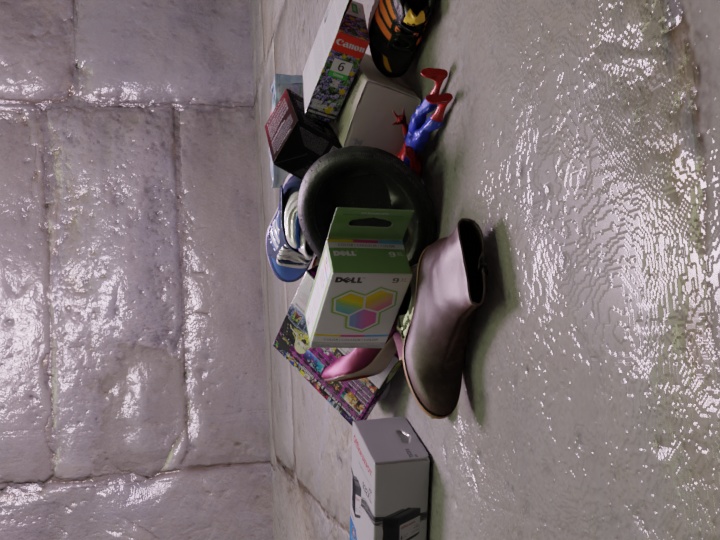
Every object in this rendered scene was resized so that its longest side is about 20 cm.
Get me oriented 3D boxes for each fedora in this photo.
[{"bbox_3d":[0.013,-0.085,1.062,0.092,0.198,0.202,-74,-8,-57],"label":"fedora"}]

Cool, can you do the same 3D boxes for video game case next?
[{"bbox_3d":[-0.037,0.121,1.245,0.200,0.036,0.182,42,132,17],"label":"video game case"}]

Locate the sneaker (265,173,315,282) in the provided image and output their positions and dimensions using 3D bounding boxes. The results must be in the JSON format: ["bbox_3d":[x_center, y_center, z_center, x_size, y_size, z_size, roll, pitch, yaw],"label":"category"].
[{"bbox_3d":[-0.095,-0.038,1.195,0.147,0.080,0.202,-104,24,-56],"label":"sneaker"}]

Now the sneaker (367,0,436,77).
[{"bbox_3d":[0.055,-0.324,1.023,0.091,0.069,0.201,-101,17,-44],"label":"sneaker"}]

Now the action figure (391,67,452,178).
[{"bbox_3d":[0.070,-0.173,1.038,0.201,0.051,0.066,105,156,-59],"label":"action figure"}]

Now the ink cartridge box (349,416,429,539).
[{"bbox_3d":[0.039,0.335,1.161,0.145,0.083,0.203,-133,43,-71],"label":"ink cartridge box"}]

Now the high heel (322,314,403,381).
[{"bbox_3d":[0.014,0.097,1.141,0.199,0.067,0.097,-24,71,34],"label":"high heel"}]

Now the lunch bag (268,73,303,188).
[{"bbox_3d":[-0.070,-0.246,1.360,0.201,0.167,0.128,99,166,-49],"label":"lunch bag"}]

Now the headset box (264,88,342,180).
[{"bbox_3d":[-0.060,-0.189,1.204,0.075,0.148,0.200,-56,24,17],"label":"headset box"}]

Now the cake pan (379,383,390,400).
[{"bbox_3d":[0.014,0.129,1.338,0.200,0.036,0.203,178,90,-77],"label":"cake pan"}]

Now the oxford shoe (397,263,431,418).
[{"bbox_3d":[0.077,0.088,1.025,0.075,0.057,0.203,159,107,-74],"label":"oxford shoe"}]

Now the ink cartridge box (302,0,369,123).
[{"bbox_3d":[-0.025,-0.315,1.090,0.110,0.050,0.201,-97,27,-46],"label":"ink cartridge box"}]

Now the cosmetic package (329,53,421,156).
[{"bbox_3d":[0.008,-0.245,1.161,0.201,0.086,0.104,-112,41,-58],"label":"cosmetic package"}]

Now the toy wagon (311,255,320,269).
[{"bbox_3d":[-0.040,0.001,1.353,0.200,0.039,0.157,-61,-21,-54],"label":"toy wagon"}]

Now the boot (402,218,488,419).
[{"bbox_3d":[0.097,0.058,0.893,0.166,0.071,0.203,125,145,-72],"label":"boot"}]

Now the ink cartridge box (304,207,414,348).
[{"bbox_3d":[0.000,0.015,1.002,0.201,0.103,0.060,109,155,-44],"label":"ink cartridge box"}]
